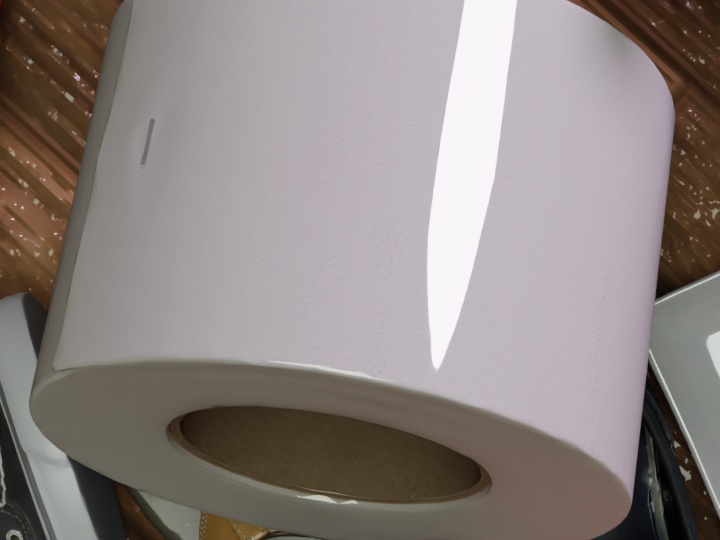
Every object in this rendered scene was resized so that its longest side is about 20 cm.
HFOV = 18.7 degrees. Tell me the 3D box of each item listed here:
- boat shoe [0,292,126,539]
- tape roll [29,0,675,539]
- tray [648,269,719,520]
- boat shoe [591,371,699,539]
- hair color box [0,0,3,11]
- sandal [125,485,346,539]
[{"bbox_3d":[-0.123,0.112,0.833,0.066,0.070,0.202,-16,99,3],"label":"boat shoe"},{"bbox_3d":[0.000,0.000,0.731,0.201,0.203,0.140,9,69,3],"label":"tape roll"},{"bbox_3d":[0.212,0.022,0.826,0.199,0.022,0.108,-25,92,4],"label":"tray"},{"bbox_3d":[0.096,0.119,0.819,0.074,0.062,0.202,-10,93,2],"label":"boat shoe"},{"bbox_3d":[-0.185,-0.129,0.800,0.110,0.064,0.202,9,77,3],"label":"hair color box"},{"bbox_3d":[-0.029,0.114,0.829,0.081,0.055,0.201,-29,91,4],"label":"sandal"}]
